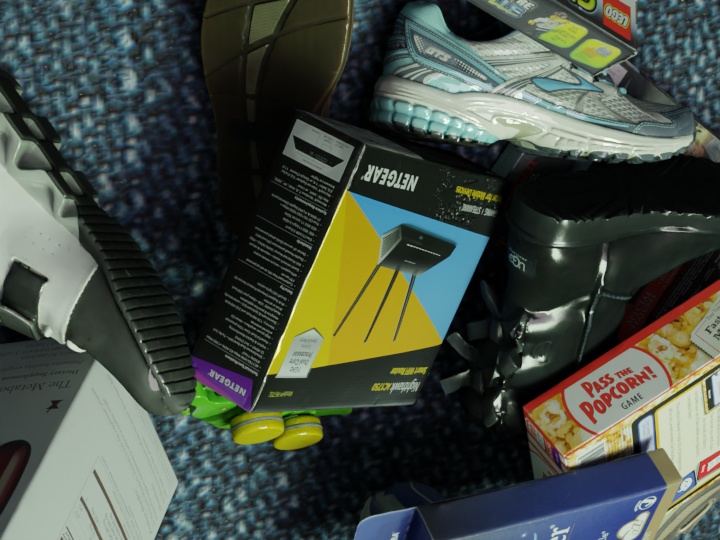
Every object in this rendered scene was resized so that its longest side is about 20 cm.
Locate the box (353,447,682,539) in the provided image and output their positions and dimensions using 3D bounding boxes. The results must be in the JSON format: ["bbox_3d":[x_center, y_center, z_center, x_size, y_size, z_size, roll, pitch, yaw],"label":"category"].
[{"bbox_3d":[0.084,0.171,1.007,0.199,0.032,0.122,-9,139,-22],"label":"box"}]

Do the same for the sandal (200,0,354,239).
[{"bbox_3d":[-0.039,-0.100,0.922,0.081,0.055,0.201,10,129,12],"label":"sandal"}]

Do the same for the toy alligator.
[{"bbox_3d":[-0.077,0.069,0.966,0.054,0.060,0.200,-24,158,28],"label":"toy alligator"}]

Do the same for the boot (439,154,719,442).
[{"bbox_3d":[0.150,0.019,1.045,0.197,0.073,0.163,-8,126,-29],"label":"boot"}]

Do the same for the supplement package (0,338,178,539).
[{"bbox_3d":[-0.185,0.138,0.856,0.113,0.200,0.110,-8,123,19],"label":"supplement package"}]

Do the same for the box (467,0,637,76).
[{"bbox_3d":[0.071,-0.196,0.915,0.199,0.035,0.111,25,57,-34],"label":"box"}]

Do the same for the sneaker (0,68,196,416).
[{"bbox_3d":[-0.160,0.002,0.859,0.088,0.200,0.074,-38,169,9],"label":"sneaker"}]

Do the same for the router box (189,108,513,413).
[{"bbox_3d":[0.000,0.000,0.938,0.200,0.051,0.150,5,110,-63],"label":"router box"}]

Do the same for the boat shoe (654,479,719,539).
[{"bbox_3d":[0.209,0.141,1.171,0.200,0.075,0.073,-36,150,-14],"label":"boat shoe"}]

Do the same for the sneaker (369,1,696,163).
[{"bbox_3d":[0.107,-0.109,0.977,0.199,0.078,0.087,6,93,-20],"label":"sneaker"}]

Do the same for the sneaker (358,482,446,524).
[{"bbox_3d":[0.072,0.205,1.120,0.115,0.081,0.200,-27,129,-19],"label":"sneaker"}]

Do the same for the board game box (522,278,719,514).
[{"bbox_3d":[0.201,0.088,1.071,0.199,0.046,0.152,-31,144,-13],"label":"board game box"}]

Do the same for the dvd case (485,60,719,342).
[{"bbox_3d":[0.169,-0.039,1.086,0.200,0.022,0.146,31,95,-36],"label":"dvd case"}]
